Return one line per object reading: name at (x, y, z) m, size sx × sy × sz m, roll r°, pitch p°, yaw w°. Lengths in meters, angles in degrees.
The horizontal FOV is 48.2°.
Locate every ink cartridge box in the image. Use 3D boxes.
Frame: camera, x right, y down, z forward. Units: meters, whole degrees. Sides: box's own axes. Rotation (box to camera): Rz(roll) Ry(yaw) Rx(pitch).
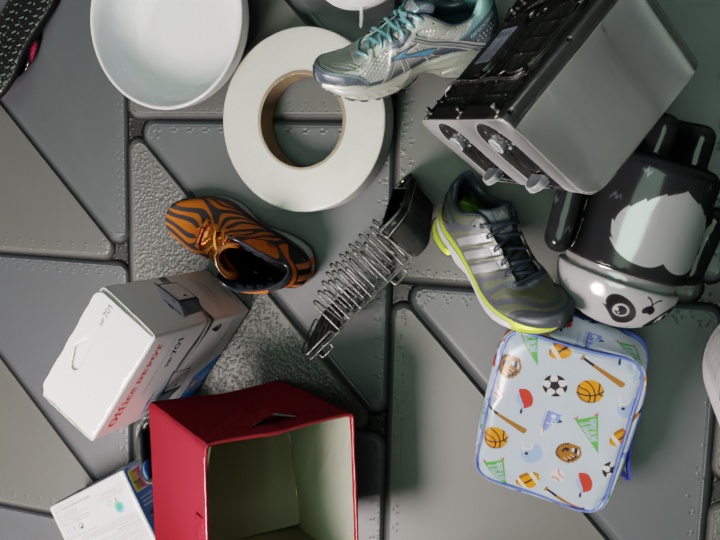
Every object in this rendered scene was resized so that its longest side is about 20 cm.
ink cartridge box at (-0.288, 0.357, 1.026) m, size 0.135 × 0.076 × 0.202 m, roll -28°, pitch 86°, yaw 20°
ink cartridge box at (-0.236, 0.087, 0.908) m, size 0.086 × 0.200 × 0.147 m, roll 38°, pitch 107°, yaw 12°

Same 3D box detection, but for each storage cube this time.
storage cube at (-0.119, 0.234, 0.866) m, size 0.179 × 0.169 × 0.204 m, roll 11°, pitch 104°, yaw 57°

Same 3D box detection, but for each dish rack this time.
dish rack at (0.000, 0.000, 0.849) m, size 0.054 × 0.154 × 0.200 m, roll 41°, pitch 110°, yaw -7°

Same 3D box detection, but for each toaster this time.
toaster at (0.174, -0.169, 0.721) m, size 0.118 × 0.181 × 0.201 m, roll 41°, pitch 85°, yaw -21°

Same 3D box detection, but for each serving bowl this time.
serving bowl at (-0.210, -0.286, 0.926) m, size 0.197 × 0.066 × 0.204 m, roll 2°, pitch 97°, yaw 19°

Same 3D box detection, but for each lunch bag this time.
lunch bag at (0.204, 0.144, 0.814) m, size 0.158 × 0.076 × 0.203 m, roll 14°, pitch 117°, yaw 12°

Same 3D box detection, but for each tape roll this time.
tape roll at (-0.060, -0.168, 0.904) m, size 0.200 × 0.037 × 0.206 m, roll 3°, pitch 97°, yaw 19°

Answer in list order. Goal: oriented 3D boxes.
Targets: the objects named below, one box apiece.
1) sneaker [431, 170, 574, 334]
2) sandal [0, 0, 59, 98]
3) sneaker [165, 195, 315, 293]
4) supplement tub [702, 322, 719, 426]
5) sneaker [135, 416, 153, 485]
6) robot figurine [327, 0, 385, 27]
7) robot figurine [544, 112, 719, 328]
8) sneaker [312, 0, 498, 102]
sneaker at (0.136, -0.019, 0.788) m, size 0.200 × 0.073 × 0.082 m, roll 50°, pitch 153°, yaw 36°
sandal at (-0.443, -0.286, 1.024) m, size 0.075 × 0.045 × 0.201 m, roll 37°, pitch 92°, yaw 5°
sneaker at (-0.153, -0.033, 0.912) m, size 0.197 × 0.112 × 0.079 m, roll 19°, pitch 102°, yaw 16°
supplement tub at (0.374, 0.104, 0.702) m, size 0.130 × 0.200 × 0.134 m, roll 3°, pitch 98°, yaw 18°
sneaker at (-0.206, 0.256, 0.966) m, size 0.073 × 0.112 × 0.201 m, roll -34°, pitch 85°, yaw 20°
robot figurine at (-0.017, -0.356, 0.826) m, size 0.168 × 0.113 × 0.202 m, roll -30°, pitch 86°, yaw 30°
robot figurine at (0.263, -0.046, 0.761) m, size 0.149 × 0.124 × 0.203 m, roll 21°, pitch 103°, yaw 22°
sneaker at (0.044, -0.236, 0.805) m, size 0.197 × 0.087 × 0.078 m, roll -15°, pitch 51°, yaw -4°
